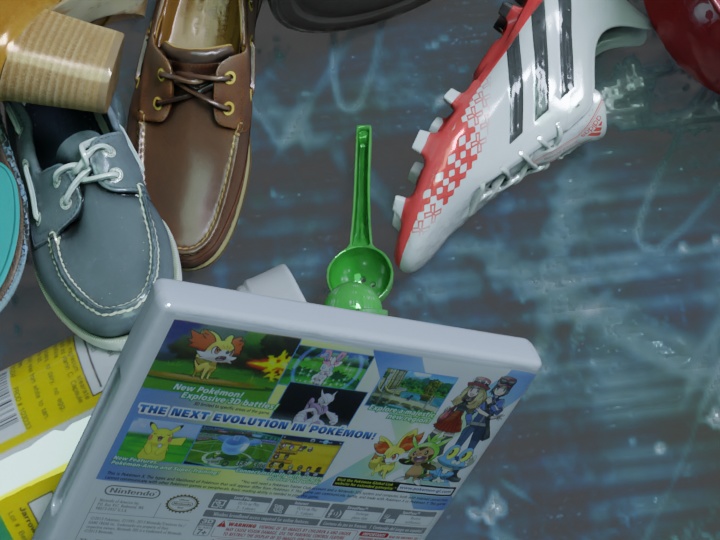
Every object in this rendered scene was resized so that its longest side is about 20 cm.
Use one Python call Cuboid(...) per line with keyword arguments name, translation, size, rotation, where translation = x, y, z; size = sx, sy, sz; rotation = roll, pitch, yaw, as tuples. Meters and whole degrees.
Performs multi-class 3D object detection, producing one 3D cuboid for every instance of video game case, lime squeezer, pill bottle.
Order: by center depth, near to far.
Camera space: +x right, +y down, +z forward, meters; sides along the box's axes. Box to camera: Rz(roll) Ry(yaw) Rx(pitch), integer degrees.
Cuboid(name="video game case", translation=(-0.037, 0.091, 0.696), size=(0.198, 0.183, 0.022), rotation=(10, 35, -30))
Cuboid(name="pill bottle", translation=(-0.109, 0.077, 0.752), size=(0.199, 0.113, 0.114), rotation=(-27, 82, -5))
Cuboid(name="lime squeezer", translation=(0.000, 0.000, 0.761), size=(0.037, 0.201, 0.071), rotation=(12, 120, 0))

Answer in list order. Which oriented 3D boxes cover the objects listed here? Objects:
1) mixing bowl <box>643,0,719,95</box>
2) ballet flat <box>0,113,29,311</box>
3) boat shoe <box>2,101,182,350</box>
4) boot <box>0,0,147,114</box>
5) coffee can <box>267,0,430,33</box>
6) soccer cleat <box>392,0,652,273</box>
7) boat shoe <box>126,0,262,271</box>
Cuboid(name="mixing bowl", translation=(0.223, -0.163, 0.787), size=(0.198, 0.108, 0.202), rotation=(6, 73, -20))
Cuboid(name="ballet flat", translation=(-0.211, -0.046, 0.757), size=(0.073, 0.074, 0.202), rotation=(-9, 59, -3))
Cuboid(name="boat shoe", translation=(-0.145, -0.045, 0.752), size=(0.072, 0.062, 0.201), rotation=(-22, 51, -5))
Cuboid(name="boot", translation=(-0.181, -0.163, 0.766), size=(0.142, 0.071, 0.202), rotation=(15, 43, -6))
Cuboid(name="coffee can", translation=(-0.016, -0.251, 0.785), size=(0.145, 0.146, 0.202), rotation=(-22, 77, -5))
Cuboid(name="soccer cleat", translation=(0.087, -0.078, 0.806), size=(0.085, 0.069, 0.201), rotation=(30, 77, 6))
Cuboid(name="boat shoe", translation=(-0.092, -0.103, 0.804), size=(0.071, 0.068, 0.202), rotation=(6, 81, 0))
